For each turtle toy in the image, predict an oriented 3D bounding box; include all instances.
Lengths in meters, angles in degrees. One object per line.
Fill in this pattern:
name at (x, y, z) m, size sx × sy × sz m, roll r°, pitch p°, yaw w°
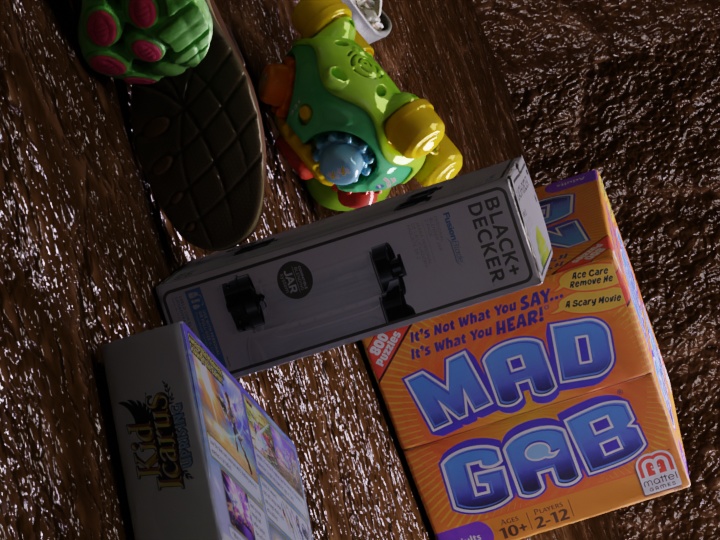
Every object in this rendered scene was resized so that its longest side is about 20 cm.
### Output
turtle toy at (-0.008, -0.101, 1.981) m, size 0.146 × 0.101 × 0.200 m, roll 51°, pitch -1°, yaw 19°

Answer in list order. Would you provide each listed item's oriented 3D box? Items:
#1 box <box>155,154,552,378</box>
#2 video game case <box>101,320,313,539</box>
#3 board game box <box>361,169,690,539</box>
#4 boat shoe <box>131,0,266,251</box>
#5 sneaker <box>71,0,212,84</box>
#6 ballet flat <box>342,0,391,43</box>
box at (0.000, 0.000, 1.502) m, size 0.117 × 0.199 × 0.060 m, roll -54°, pitch 126°, yaw -80°
video game case at (-0.061, 0.143, 1.347) m, size 0.200 × 0.045 × 0.182 m, roll 55°, pitch 21°, yaw -64°
board game box at (0.127, 0.071, 2.166) m, size 0.200 × 0.199 × 0.200 m, roll -86°, pitch 157°, yaw -69°
boat shoe at (-0.093, -0.105, 1.547) m, size 0.068 × 0.072 × 0.201 m, roll 31°, pitch 39°, yaw -74°
sneaker at (-0.130, -0.175, 1.442) m, size 0.200 × 0.077 × 0.084 m, roll 65°, pitch 15°, yaw -46°
ballet flat at (-0.022, -0.265, 2.347) m, size 0.200 × 0.064 × 0.068 m, roll 63°, pitch 13°, yaw -48°
